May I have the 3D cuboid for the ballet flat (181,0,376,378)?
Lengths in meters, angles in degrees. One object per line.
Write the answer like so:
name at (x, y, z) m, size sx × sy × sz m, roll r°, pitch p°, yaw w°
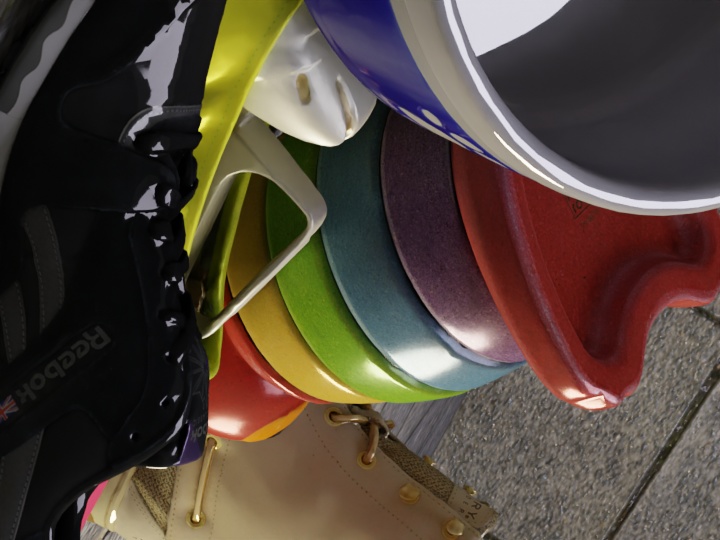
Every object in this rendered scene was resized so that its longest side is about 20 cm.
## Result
ballet flat at (-0.034, -0.045, 0.780) m, size 0.067 × 0.067 × 0.200 m, roll -47°, pitch 167°, yaw -56°

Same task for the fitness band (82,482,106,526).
fitness band at (-0.140, 0.109, 0.842) m, size 0.201 × 0.037 × 0.144 m, roll -62°, pitch 171°, yaw 14°

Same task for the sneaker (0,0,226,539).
sneaker at (-0.065, 0.004, 0.670) m, size 0.201 × 0.087 × 0.076 m, roll -61°, pitch 173°, yaw 13°

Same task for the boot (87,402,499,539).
boot at (-0.007, 0.050, 1.032) m, size 0.201 × 0.155 × 0.073 m, roll -61°, pitch 173°, yaw 14°

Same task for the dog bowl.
dog bowl at (0.077, -0.121, 0.710) m, size 0.079 × 0.200 × 0.201 m, roll 26°, pitch -97°, yaw 53°

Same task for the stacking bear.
stacking bear at (0.000, 0.000, 0.863) m, size 0.199 × 0.114 × 0.121 m, roll -20°, pitch -167°, yaw 37°
